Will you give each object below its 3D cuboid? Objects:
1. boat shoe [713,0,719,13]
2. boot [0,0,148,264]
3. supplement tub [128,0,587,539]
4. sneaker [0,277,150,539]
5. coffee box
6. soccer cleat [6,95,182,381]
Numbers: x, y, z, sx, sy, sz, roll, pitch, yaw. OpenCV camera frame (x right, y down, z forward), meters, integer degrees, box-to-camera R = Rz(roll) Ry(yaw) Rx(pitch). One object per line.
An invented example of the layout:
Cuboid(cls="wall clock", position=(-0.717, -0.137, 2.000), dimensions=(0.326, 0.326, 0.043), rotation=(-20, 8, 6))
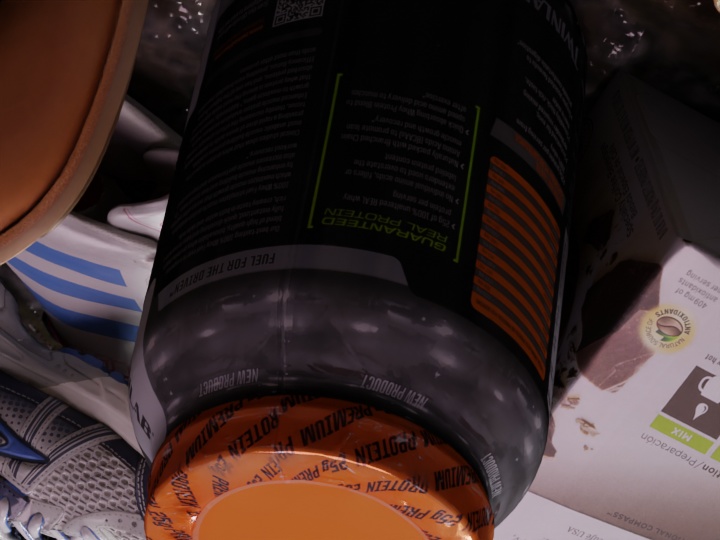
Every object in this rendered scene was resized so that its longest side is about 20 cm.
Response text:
Cuboid(cls="boat shoe", position=(0.140, -0.087, 0.769), dimensions=(0.072, 0.060, 0.201), rotation=(-48, 125, 4))
Cuboid(cls="boot", position=(-0.154, -0.041, 0.731), dimensions=(0.154, 0.201, 0.074), rotation=(28, 173, -13))
Cuboid(cls="supplement tub", position=(0.000, 0.000, 0.794), dimensions=(0.122, 0.201, 0.123), rotation=(6, 141, 5))
Cuboid(cls="sneaker", position=(-0.117, 0.066, 0.893), dimensions=(0.200, 0.085, 0.077), rotation=(37, 161, 19))
Cuboid(cls="coffee box", position=(0.066, 0.054, 0.861), dimensions=(0.079, 0.113, 0.201), rotation=(26, 114, -19))
Cuboid(cls="soccer cleat", position=(-0.071, -0.001, 0.905), dimensions=(0.086, 0.070, 0.200), rotation=(-3, 141, 42))
